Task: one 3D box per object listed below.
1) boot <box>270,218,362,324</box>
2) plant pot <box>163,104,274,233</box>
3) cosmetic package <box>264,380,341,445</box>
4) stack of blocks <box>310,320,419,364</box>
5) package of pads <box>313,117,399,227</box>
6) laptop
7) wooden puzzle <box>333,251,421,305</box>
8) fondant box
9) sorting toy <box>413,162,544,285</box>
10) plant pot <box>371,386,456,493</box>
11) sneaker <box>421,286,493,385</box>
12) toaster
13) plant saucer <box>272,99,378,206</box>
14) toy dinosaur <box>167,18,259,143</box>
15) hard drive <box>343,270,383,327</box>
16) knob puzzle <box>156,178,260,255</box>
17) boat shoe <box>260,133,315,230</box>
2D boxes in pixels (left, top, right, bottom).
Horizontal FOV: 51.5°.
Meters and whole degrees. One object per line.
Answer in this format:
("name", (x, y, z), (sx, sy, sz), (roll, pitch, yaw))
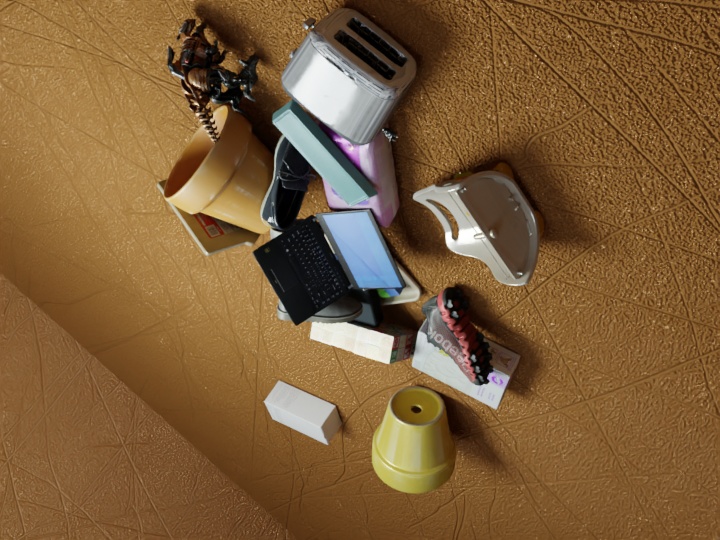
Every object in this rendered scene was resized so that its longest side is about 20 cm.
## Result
("boot", (-0.079, 0.001, 1.395), (0.182, 0.073, 0.200), (-1, 116, -12))
("plant pot", (-0.225, -0.165, 1.361), (0.183, 0.200, 0.200), (34, 152, -27))
("cosmetic package", (-0.165, 0.408, 2.143), (0.200, 0.085, 0.108), (19, 145, 24))
("stack of blocks", (0.009, 0.136, 1.581), (0.200, 0.115, 0.059), (15, 100, 30))
("package of pads", (-0.005, -0.169, 1.235), (0.120, 0.076, 0.200), (17, 144, 24))
("laptop", (-0.053, -0.001, 1.303), (0.103, 0.200, 0.177), (42, 162, 58))
("wooden puzzle", (0.000, 0.000, 1.482), (0.185, 0.046, 0.200), (-11, 126, 50))
("fondant box", (0.210, 0.184, 1.516), (0.200, 0.058, 0.144), (25, 147, 15))
("sorting toy", (0.170, -0.082, 1.173), (0.180, 0.107, 0.200), (0, 135, 54))
("plant pot", (0.127, 0.382, 1.744), (0.201, 0.201, 0.189), (19, 130, 25))
("sneaker", (0.179, 0.130, 1.417), (0.098, 0.071, 0.201), (-20, 100, 41))
("toaster", (-0.009, -0.273, 1.067), (0.200, 0.114, 0.129), (39, 146, -2))
("plant saucer", (-0.059, -0.180, 1.184), (0.200, 0.019, 0.070), (47, 147, -17))
("toy dinosaur", (-0.248, -0.308, 1.218), (0.102, 0.136, 0.200), (13, 102, 57))
("hard drive", (-0.056, 0.041, 1.522), (0.200, 0.033, 0.140), (17, 147, 23))
("knob puzzle", (-0.265, -0.119, 1.439), (0.220, 0.220, 0.030), (36, 134, -1))
("boat shoe", (-0.117, -0.160, 1.284), (0.075, 0.200, 0.062), (8, -159, -38))
